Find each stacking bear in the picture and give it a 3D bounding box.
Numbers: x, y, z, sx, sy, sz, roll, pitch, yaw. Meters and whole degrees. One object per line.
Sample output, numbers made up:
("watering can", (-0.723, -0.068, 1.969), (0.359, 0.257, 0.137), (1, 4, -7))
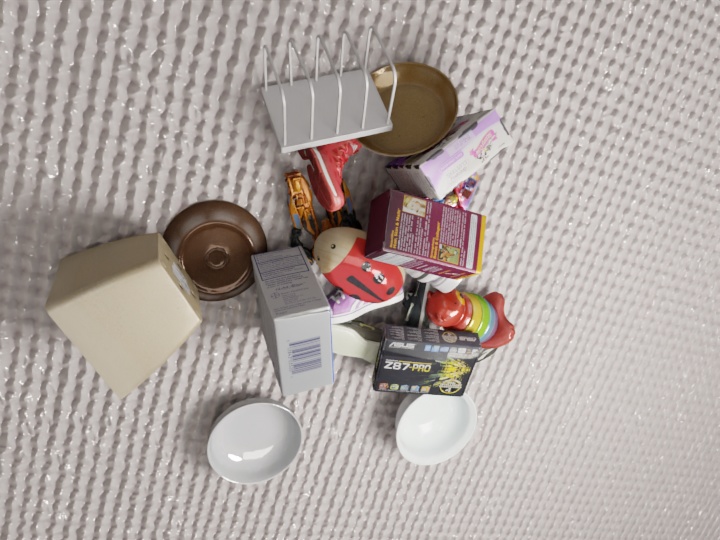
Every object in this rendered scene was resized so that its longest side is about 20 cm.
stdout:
("stacking bear", (0.215, 0.092, 1.352), (0.113, 0.123, 0.199), (-34, 143, 31))

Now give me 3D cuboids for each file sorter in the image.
("file sorter", (-0.055, -0.306, 1.072), (0.198, 0.140, 0.125), (-15, 152, -13))

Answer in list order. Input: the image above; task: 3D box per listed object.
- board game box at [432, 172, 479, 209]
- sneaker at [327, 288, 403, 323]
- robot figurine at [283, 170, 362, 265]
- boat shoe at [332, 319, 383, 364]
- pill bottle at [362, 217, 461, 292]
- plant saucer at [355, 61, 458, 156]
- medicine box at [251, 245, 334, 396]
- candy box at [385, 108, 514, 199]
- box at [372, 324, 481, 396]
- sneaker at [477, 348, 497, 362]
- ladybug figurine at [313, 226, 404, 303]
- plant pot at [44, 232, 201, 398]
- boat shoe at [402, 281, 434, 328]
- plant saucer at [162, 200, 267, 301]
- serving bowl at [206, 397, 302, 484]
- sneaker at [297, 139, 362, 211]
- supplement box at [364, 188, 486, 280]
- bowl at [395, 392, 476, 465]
("board game box", (0.159, -0.138, 1.300), (0.157, 0.039, 0.202), (16, 105, -25))
("sneaker", (-0.013, 0.029, 1.300), (0.199, 0.073, 0.116), (-21, 113, -21))
("robot figurine", (-0.072, -0.099, 1.225), (0.144, 0.058, 0.202), (-19, 117, -10))
("boat shoe", (-0.009, 0.139, 1.349), (0.200, 0.061, 0.072), (23, 126, -26))
("pill bottle", (0.110, -0.050, 1.259), (0.199, 0.114, 0.114), (33, 99, -16))
("plant saucer", (0.075, -0.279, 1.149), (0.199, 0.201, 0.036), (-32, 154, -4))
("medicine box", (-0.125, 0.088, 1.187), (0.102, 0.201, 0.184), (-12, 128, -14))
("candy box", (0.154, -0.208, 1.166), (0.167, 0.200, 0.072), (-37, 105, -7))
("box", (0.132, 0.188, 1.333), (0.197, 0.049, 0.162), (6, 129, -7))
("sneaker", (0.229, 0.205, 1.448), (0.198, 0.084, 0.077), (-26, 119, -7))
("ladybug figurine", (0.000, 0.000, 1.200), (0.199, 0.072, 0.136), (31, 129, -23))
("plant pot", (-0.381, 0.052, 1.096), (0.176, 0.200, 0.201), (-30, 119, -4))
("boat shoe", (0.117, 0.078, 1.363), (0.060, 0.076, 0.203), (11, 95, 18))
("plant saucer", (-0.268, -0.028, 1.200), (0.198, 0.037, 0.203), (-8, 115, -17))
("serving bowl", (-0.225, 0.347, 1.358), (0.198, 0.066, 0.202), (-8, 114, -17))
("sneaker", (-0.037, -0.197, 1.127), (0.114, 0.202, 0.079), (-13, 153, -18))
("supplement box", (0.116, -0.060, 1.153), (0.198, 0.086, 0.112), (13, 76, -21))
("bowl", (0.158, 0.332, 1.474), (0.199, 0.090, 0.203), (-7, 114, -16))
